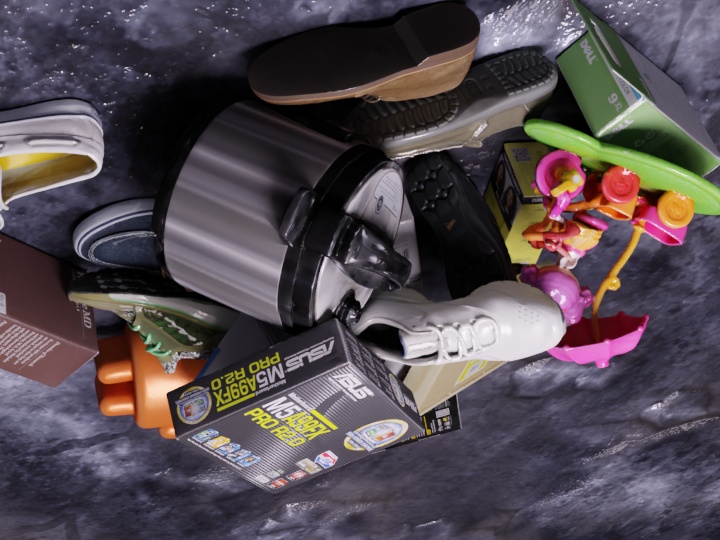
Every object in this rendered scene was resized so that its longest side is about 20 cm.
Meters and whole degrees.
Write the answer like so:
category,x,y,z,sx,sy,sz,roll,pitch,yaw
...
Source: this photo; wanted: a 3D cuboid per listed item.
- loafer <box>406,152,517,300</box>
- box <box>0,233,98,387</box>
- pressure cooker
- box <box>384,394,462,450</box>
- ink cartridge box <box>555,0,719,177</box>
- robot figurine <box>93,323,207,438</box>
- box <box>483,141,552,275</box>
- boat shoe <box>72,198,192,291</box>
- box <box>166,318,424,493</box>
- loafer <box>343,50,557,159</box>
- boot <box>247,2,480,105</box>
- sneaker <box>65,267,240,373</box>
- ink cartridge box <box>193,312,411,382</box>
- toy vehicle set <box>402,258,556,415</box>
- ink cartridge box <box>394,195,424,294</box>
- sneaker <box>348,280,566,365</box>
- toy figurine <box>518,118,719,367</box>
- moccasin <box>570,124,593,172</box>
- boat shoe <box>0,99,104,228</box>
category,x,y,z,sx,sy,sz,roll,pitch,yaw
loafer,0.108,-0.022,1.156,0.068,0.202,0.070,-37,153,28
box,-0.338,0.023,1.119,0.075,0.101,0.200,-34,141,22
pressure cooker,-0.051,-0.036,1.035,0.176,0.199,0.180,-45,151,-47
box,0.035,0.147,1.480,0.159,0.050,0.200,-14,144,0
ink cartridge box,0.240,-0.154,1.115,0.059,0.104,0.199,-38,139,26
robot figurine,-0.173,0.099,1.273,0.199,0.145,0.117,-5,170,-16
box,0.151,-0.037,1.262,0.050,0.076,0.201,-4,144,-16
boat shoe,-0.163,-0.014,1.148,0.199,0.091,0.071,-6,143,-15
box,-0.050,0.123,1.059,0.159,0.045,0.200,-23,151,10
loafer,0.083,-0.133,1.104,0.199,0.076,0.070,-15,140,-3
boot,0.004,-0.164,1.041,0.199,0.074,0.076,-13,151,-10
sneaker,-0.186,0.057,1.176,0.199,0.077,0.089,14,102,-20
ink cartridge box,-0.044,0.094,1.187,0.199,0.084,0.145,-7,144,-42
toy vehicle set,0.120,0.067,1.230,0.199,0.026,0.125,-23,148,-48
ink cartridge box,0.000,0.000,1.253,0.115,0.067,0.201,-16,144,-4
sneaker,0.079,0.057,1.072,0.199,0.087,0.075,-4,107,21
toy figurine,0.203,-0.011,1.096,0.199,0.185,0.150,23,176,-9
moccasin,0.260,-0.090,1.243,0.201,0.074,0.078,16,126,-48
boat shoe,-0.307,-0.075,1.013,0.200,0.086,0.075,-12,144,-7
